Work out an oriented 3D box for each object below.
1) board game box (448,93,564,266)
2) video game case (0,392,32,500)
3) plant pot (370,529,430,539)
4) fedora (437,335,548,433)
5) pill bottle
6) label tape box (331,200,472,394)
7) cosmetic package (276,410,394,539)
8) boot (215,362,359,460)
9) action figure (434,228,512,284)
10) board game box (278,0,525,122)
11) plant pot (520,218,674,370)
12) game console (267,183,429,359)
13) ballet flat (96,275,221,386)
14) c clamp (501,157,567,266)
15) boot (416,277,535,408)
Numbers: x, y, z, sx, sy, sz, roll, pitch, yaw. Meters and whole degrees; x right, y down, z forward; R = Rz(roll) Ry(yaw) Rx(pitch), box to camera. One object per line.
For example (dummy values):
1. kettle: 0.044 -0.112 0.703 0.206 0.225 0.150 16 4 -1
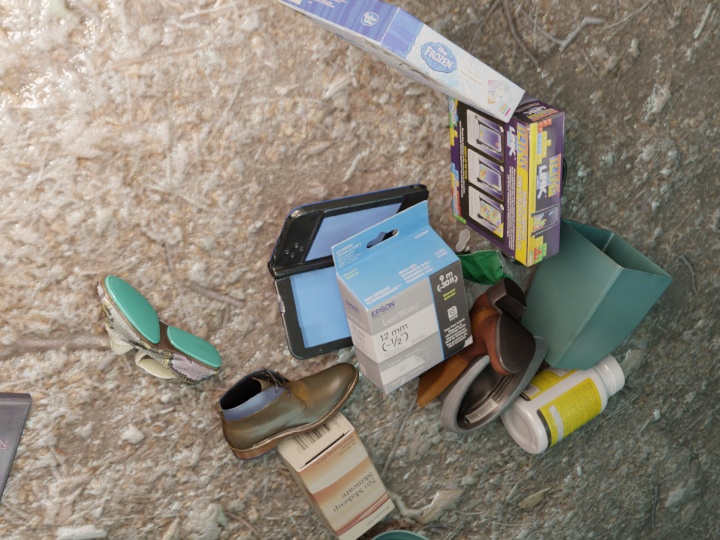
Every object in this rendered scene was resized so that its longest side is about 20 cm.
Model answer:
1. board game box: 0.183 -0.131 1.143 0.057 0.165 0.200 -23 128 -23
2. video game case: -0.459 0.221 0.989 0.143 0.019 0.200 10 111 -39
3. plant pot: 0.052 0.544 1.459 0.200 0.200 0.134 -3 145 -35
4. fedora: 0.179 0.148 1.351 0.177 0.090 0.200 0 126 -44
5. pill bottle: 0.340 0.211 1.502 0.200 0.111 0.111 -28 130 -19
6. label tape box: 0.055 0.034 1.115 0.143 0.066 0.200 -28 127 -21
7. cosmetic package: -0.037 0.292 1.292 0.103 0.087 0.200 -37 132 -14
8. boot: -0.095 0.164 1.182 0.200 0.075 0.097 -33 134 -13
9. action figure: 0.163 -0.011 1.257 0.200 0.118 0.055 29 69 -58
10. board game box: 0.043 -0.238 0.950 0.199 0.200 0.043 21 102 -42
11. plant pot: 0.346 0.048 1.397 0.141 0.141 0.200 9 118 -39
12. game console: 0.000 0.000 1.113 0.200 0.118 0.171 -14 151 -30
13. ballet flat: -0.245 0.081 1.031 0.072 0.072 0.200 -48 133 -2
14. c clamp: 0.241 -0.088 1.295 0.171 0.027 0.200 -28 133 -41
15. boot: 0.139 0.121 1.222 0.068 0.188 0.200 33 120 -23
